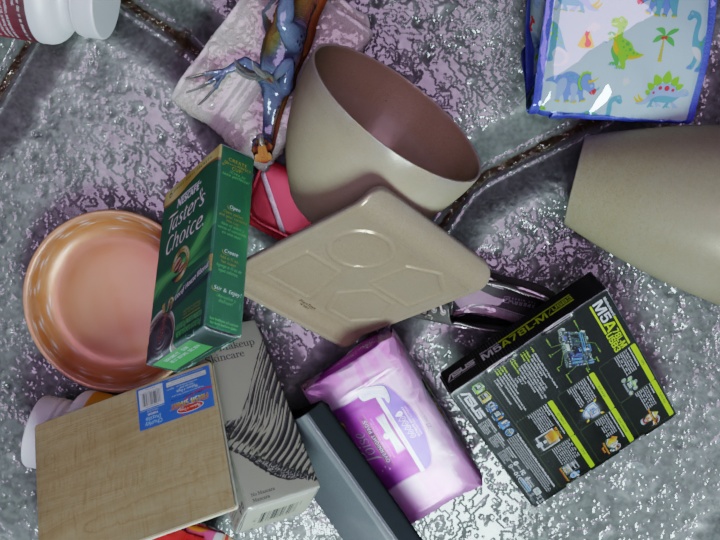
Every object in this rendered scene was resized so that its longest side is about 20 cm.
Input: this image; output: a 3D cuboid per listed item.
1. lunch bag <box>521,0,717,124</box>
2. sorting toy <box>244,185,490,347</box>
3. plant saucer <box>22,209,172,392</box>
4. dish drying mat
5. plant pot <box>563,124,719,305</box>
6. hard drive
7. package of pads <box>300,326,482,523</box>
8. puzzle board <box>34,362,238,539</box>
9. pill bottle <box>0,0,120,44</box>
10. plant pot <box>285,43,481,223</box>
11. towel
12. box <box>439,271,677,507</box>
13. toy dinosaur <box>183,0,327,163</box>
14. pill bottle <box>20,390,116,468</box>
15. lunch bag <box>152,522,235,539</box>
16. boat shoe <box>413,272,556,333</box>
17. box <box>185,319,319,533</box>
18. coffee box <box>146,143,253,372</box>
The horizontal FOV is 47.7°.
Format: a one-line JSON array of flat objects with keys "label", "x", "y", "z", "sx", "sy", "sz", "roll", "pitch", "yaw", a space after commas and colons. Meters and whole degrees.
[{"label": "lunch bag", "x": 0.254, "y": -0.249, "z": 0.812, "sx": 0.168, "sy": 0.127, "sz": 0.202, "roll": 3, "pitch": 88, "yaw": 0}, {"label": "sorting toy", "x": 0.000, "y": 0.000, "z": 0.807, "sx": 0.199, "sy": 0.037, "sz": 0.185, "roll": -28, "pitch": 138, "yaw": 33}, {"label": "plant saucer", "x": -0.269, "y": 0.033, "z": 0.901, "sx": 0.198, "sy": 0.037, "sz": 0.202, "roll": 0, "pitch": 98, "yaw": 0}, {"label": "dish drying mat", "x": -0.032, "y": -0.047, "z": 0.896, "sx": 0.199, "sy": 0.018, "sz": 0.077, "roll": 26, "pitch": 96, "yaw": -2}, {"label": "plant pot", "x": 0.314, "y": -0.070, "z": 0.820, "sx": 0.198, "sy": 0.187, "sz": 0.189, "roll": 15, "pitch": 98, "yaw": 13}, {"label": "hard drive", "x": -0.015, "y": 0.235, "z": 0.869, "sx": 0.033, "sy": 0.139, "sz": 0.201, "roll": -35, "pitch": 89, "yaw": -28}, {"label": "package of pads", "x": 0.035, "y": 0.176, "z": 0.894, "sx": 0.120, "sy": 0.076, "sz": 0.201, "roll": -32, "pitch": 95, "yaw": 5}, {"label": "puzzle board", "x": -0.221, "y": 0.189, "z": 0.788, "sx": 0.198, "sy": 0.017, "sz": 0.152, "roll": -20, "pitch": 58, "yaw": 5}, {"label": "pill bottle", "x": -0.353, "y": -0.293, "z": 0.822, "sx": 0.198, "sy": 0.113, "sz": 0.114, "roll": 10, "pitch": 97, "yaw": 0}, {"label": "plant pot", "x": 0.002, "y": -0.109, "z": 0.816, "sx": 0.200, "sy": 0.201, "sz": 0.135, "roll": 37, "pitch": 119, "yaw": -4}, {"label": "towel", "x": -0.090, "y": -0.219, "z": 0.860, "sx": 0.132, "sy": 0.034, "sz": 0.201, "roll": 38, "pitch": 91, "yaw": -3}, {"label": "box", "x": 0.214, "y": 0.133, "z": 0.870, "sx": 0.192, "sy": 0.048, "sz": 0.200, "roll": -36, "pitch": 117, "yaw": 4}, {"label": "toy dinosaur", "x": -0.073, "y": -0.204, "z": 0.806, "sx": 0.198, "sy": 0.105, "sz": 0.183, "roll": -15, "pitch": 115, "yaw": -14}, {"label": "pill bottle", "x": -0.256, "y": 0.195, "z": 0.885, "sx": 0.198, "sy": 0.109, "sz": 0.110, "roll": 12, "pitch": 97, "yaw": -1}, {"label": "lunch bag", "x": -0.230, "y": 0.292, "z": 0.856, "sx": 0.198, "sy": 0.176, "sz": 0.083, "roll": 20, "pitch": 57, "yaw": -10}, {"label": "boat shoe", "x": 0.125, "y": 0.031, "z": 0.876, "sx": 0.198, "sy": 0.057, "sz": 0.068, "roll": 8, "pitch": 98, "yaw": -5}, {"label": "box", "x": -0.117, "y": 0.156, "z": 0.837, "sx": 0.081, "sy": 0.069, "sz": 0.201, "roll": -11, "pitch": 58, "yaw": -27}, {"label": "coffee box", "x": -0.160, "y": -0.012, "z": 0.809, "sx": 0.044, "sy": 0.123, "sz": 0.202, "roll": 21, "pitch": 57, "yaw": -34}]
